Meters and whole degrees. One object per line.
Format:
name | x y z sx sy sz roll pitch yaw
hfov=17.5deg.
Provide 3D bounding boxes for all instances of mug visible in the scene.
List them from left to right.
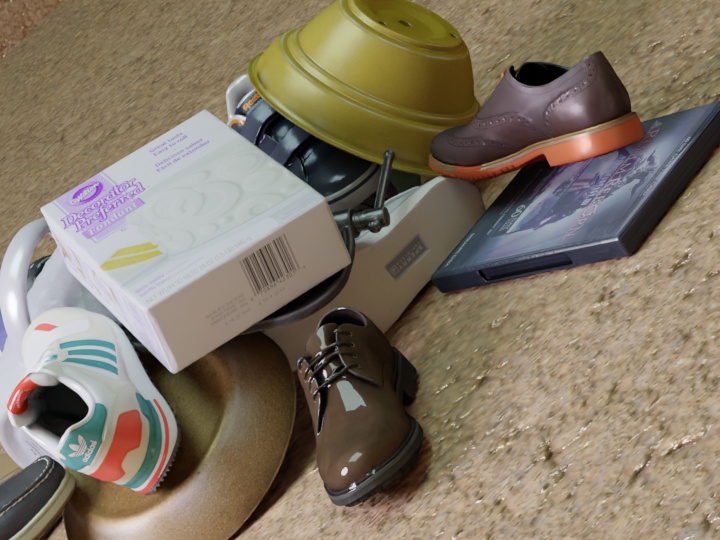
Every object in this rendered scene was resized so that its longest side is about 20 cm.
mug | -0.206 0.051 1.736 0.147 0.201 0.176 -6 38 29

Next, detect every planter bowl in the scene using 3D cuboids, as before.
planter bowl | 0.021 -0.155 1.768 0.201 0.199 0.084 -85 16 -67

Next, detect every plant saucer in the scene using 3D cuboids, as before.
plant saucer | -0.133 0.114 1.575 0.199 0.035 0.201 -24 44 25

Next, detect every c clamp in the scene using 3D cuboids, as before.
c clamp | -0.071 -0.004 1.624 0.199 0.027 0.171 -15 33 15

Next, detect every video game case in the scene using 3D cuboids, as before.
video game case | 0.148 -0.048 1.573 0.143 0.019 0.200 -49 19 -30

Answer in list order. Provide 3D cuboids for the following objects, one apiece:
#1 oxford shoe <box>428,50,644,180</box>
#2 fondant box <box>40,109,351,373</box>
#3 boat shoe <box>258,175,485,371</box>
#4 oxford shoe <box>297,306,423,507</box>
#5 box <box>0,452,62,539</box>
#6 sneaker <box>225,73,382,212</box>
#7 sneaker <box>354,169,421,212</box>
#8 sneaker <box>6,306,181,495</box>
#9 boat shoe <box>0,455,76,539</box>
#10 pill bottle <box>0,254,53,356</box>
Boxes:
oxford shoe | 0.114 -0.108 1.613 0.071 0.073 0.200 -25 10 -38
fondant box | -0.117 -0.024 1.605 0.144 0.058 0.200 -32 32 -14
boat shoe | 0.000 0.000 1.661 0.200 0.072 0.068 -46 16 -19
oxford shoe | -0.010 0.082 1.457 0.073 0.085 0.200 -34 20 9
box | -0.290 0.195 1.837 0.199 0.021 0.164 -19 26 45
sneaker | -0.053 -0.100 1.794 0.078 0.080 0.200 -39 27 -12
sneaker | -0.056 -0.036 1.851 0.200 0.078 0.140 -15 29 54
sneaker | -0.197 0.074 1.553 0.071 0.093 0.200 -60 39 13
boat shoe | -0.279 0.180 1.535 0.201 0.066 0.072 -38 15 -15
pill bottle | -0.316 0.076 2.036 0.199 0.112 0.112 -29 20 28
